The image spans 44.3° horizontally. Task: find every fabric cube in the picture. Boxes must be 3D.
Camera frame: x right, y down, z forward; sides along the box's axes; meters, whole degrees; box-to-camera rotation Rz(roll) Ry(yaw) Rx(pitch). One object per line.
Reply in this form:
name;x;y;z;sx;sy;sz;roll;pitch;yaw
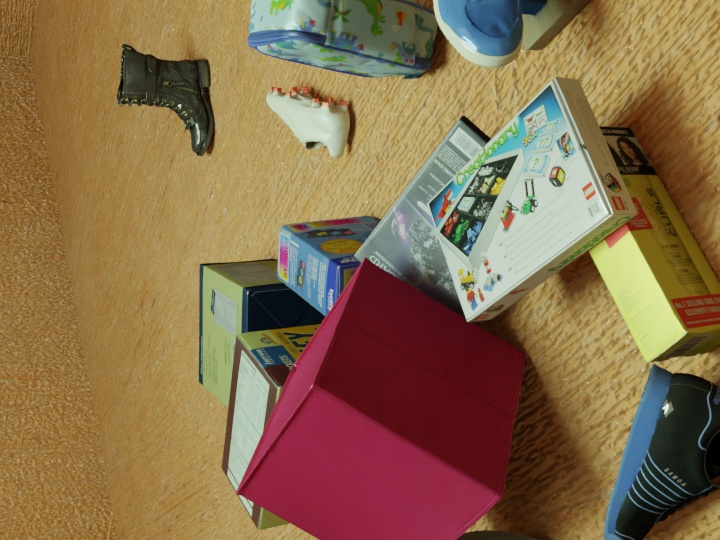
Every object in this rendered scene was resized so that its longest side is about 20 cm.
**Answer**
fabric cube;0.024;0.152;0.894;0.197;0.198;0.201;-56;7;40

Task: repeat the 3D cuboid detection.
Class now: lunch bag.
lunch bag;-0.022;-0.274;1.014;0.160;0.198;0.084;20;103;56

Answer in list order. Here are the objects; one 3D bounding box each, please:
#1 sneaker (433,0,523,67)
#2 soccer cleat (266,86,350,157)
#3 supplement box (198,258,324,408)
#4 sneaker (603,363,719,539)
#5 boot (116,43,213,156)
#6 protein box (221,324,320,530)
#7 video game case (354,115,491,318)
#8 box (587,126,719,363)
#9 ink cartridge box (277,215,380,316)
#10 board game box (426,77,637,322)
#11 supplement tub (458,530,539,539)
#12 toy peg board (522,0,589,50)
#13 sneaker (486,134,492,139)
sneaker;0.100;-0.284;0.757;0.111;0.075;0.203;96;166;-71
soccer cleat;-0.081;-0.215;1.261;0.199;0.068;0.079;32;123;52
supplement box;-0.153;0.100;1.355;0.199;0.133;0.203;22;112;58
sneaker;0.250;0.166;0.716;0.077;0.070;0.202;18;133;21
boot;-0.368;-0.314;1.648;0.069;0.172;0.203;-7;87;60
protein box;-0.056;0.190;1.128;0.135;0.196;0.203;40;127;51
video game case;0.098;-0.035;0.895;0.143;0.019;0.200;41;126;4
box;0.228;-0.026;0.727;0.050;0.074;0.202;-52;48;48
ink cartridge box;0.000;0.000;1.069;0.200;0.135;0.077;35;128;54
board game box;0.138;-0.054;0.768;0.200;0.034;0.128;-44;57;50
supplement tub;0.134;0.375;0.873;0.140;0.139;0.203;5;98;60
toy peg board;0.153;-0.344;0.798;0.199;0.097;0.203;-41;57;54
sneaker;0.096;-0.055;0.960;0.082;0.076;0.203;-137;51;-58
